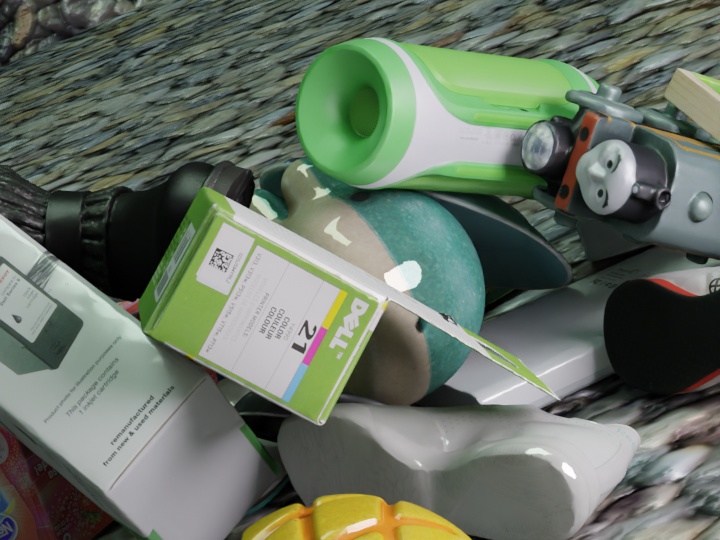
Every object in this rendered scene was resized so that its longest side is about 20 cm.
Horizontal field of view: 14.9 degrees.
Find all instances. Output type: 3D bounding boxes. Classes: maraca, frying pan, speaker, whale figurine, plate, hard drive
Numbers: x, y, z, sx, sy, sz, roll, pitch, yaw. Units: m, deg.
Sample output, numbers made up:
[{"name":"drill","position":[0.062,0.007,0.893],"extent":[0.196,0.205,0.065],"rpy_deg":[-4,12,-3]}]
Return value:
[{"name":"maraca","position":[-0.027,0.156,1.213],"extent":[0.199,0.107,0.137],"rpy_deg":[-10,9,34]},{"name":"frying pan","position":[0.005,0.084,1.497],"extent":[0.115,0.031,0.190],"rpy_deg":[18,-15,-37]},{"name":"speaker","position":[0.057,-0.084,1.557],"extent":[0.088,0.089,0.200],"rpy_deg":[-6,-6,42]},{"name":"whale figurine","position":[0.000,0.000,1.601],"extent":[0.104,0.160,0.200],"rpy_deg":[-26,24,-19]},{"name":"plate","position":[0.036,-0.034,1.669],"extent":[0.199,0.026,0.200],"rpy_deg":[16,-12,4]},{"name":"hard drive","position":[0.131,0.037,1.631],"extent":[0.200,0.027,0.132],"rpy_deg":[-23,15,-19]}]

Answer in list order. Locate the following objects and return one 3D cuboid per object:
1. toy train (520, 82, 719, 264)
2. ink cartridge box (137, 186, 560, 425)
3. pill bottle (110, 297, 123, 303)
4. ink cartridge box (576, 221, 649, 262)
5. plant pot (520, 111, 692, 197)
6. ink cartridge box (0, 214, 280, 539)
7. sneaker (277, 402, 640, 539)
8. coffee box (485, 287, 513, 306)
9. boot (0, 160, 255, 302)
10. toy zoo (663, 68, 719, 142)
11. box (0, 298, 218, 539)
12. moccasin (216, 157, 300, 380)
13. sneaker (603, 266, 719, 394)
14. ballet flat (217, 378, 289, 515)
[{"name":"toy train","position":[0.186,-0.045,1.543],"extent":[0.200,0.085,0.114],"rpy_deg":[14,9,-36]},{"name":"ink cartridge box","position":[-0.009,0.039,1.416],"extent":[0.076,0.200,0.148],"rpy_deg":[-61,7,2]},{"name":"pill bottle","position":[-0.233,0.057,1.861],"extent":[0.112,0.113,0.200],"rpy_deg":[-30,17,-38]},{"name":"ink cartridge box","position":[0.192,-0.045,1.789],"extent":[0.109,0.051,0.200],"rpy_deg":[-18,-1,4]},{"name":"plant pot","position":[0.177,-0.080,1.719],"extent":[0.199,0.028,0.200],"rpy_deg":[-19,1,0]},{"name":"ink cartridge box","position":[-0.155,0.058,1.476],"extent":[0.200,0.146,0.084],"rpy_deg":[36,80,27]},{"name":"sneaker","position":[0.052,0.097,1.423],"extent":[0.199,0.076,0.088],"rpy_deg":[5,25,37]},{"name":"coffee box","position":[0.010,0.010,1.857],"extent":[0.123,0.044,0.200],"rpy_deg":[-29,17,-32]},{"name":"boot","position":[-0.151,-0.025,1.595],"extent":[0.157,0.080,0.211],"rpy_deg":[19,-20,-3]},{"name":"toy zoo","position":[0.281,-0.056,1.551],"extent":[0.199,0.021,0.131],"rpy_deg":[15,20,-32]},{"name":"box","position":[-0.180,0.096,1.672],"extent":[0.102,0.095,0.200],"rpy_deg":[-10,16,32]},{"name":"moccasin","position":[-0.080,0.011,1.816],"extent":[0.200,0.081,0.068],"rpy_deg":[-46,43,-11]},{"name":"sneaker","position":[0.223,0.025,1.491],"extent":[0.108,0.067,0.201],"rpy_deg":[-6,-6,-28]},{"name":"ballet flat","position":[-0.063,0.082,1.634],"extent":[0.069,0.070,0.200],"rpy_deg":[-14,15,19]}]
